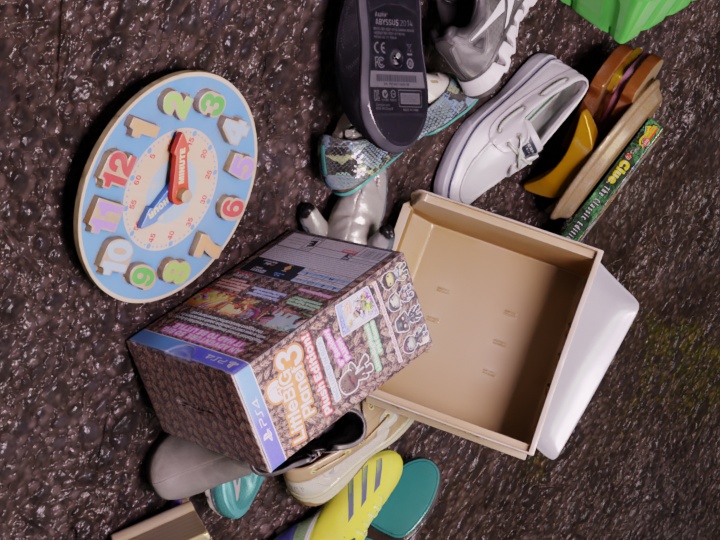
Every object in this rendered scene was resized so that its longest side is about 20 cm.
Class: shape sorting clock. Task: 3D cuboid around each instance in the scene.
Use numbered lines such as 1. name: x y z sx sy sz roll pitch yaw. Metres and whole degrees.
1. shape sorting clock: -0.155 -0.066 1.327 0.199 0.039 0.201 -28 131 -37

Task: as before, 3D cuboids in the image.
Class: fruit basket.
1. fruit basket: 0.292 -0.358 1.609 0.215 0.155 0.216 -39 154 -23

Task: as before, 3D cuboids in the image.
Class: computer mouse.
1. computer mouse: 0.017 -0.202 1.423 0.138 0.052 0.202 2 87 -46

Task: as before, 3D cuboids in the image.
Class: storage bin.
1. storage bin: 0.102 0.051 1.536 0.094 0.197 0.201 69 41 -78

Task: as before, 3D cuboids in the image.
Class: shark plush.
1. shark plush: 0.000 0.000 1.532 0.083 0.090 0.201 -61 152 -58

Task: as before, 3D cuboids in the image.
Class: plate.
1. plate: 0.208 0.085 1.718 0.201 0.032 0.199 -60 144 -5

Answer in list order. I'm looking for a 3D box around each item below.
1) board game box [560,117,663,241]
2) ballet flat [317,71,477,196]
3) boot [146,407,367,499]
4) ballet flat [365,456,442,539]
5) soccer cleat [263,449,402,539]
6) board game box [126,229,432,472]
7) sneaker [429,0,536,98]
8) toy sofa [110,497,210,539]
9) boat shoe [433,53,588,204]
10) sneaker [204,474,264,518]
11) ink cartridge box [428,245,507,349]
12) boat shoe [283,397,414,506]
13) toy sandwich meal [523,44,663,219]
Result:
1. board game box: 0.261 -0.076 1.759 0.201 0.023 0.105 -54 175 7
2. ballet flat: 0.036 -0.146 1.488 0.200 0.074 0.075 -40 138 -32
3. boot: -0.096 0.151 1.409 0.199 0.131 0.068 -23 99 -4
4. ballet flat: 0.019 0.289 1.733 0.201 0.073 0.073 -56 143 -19
5. soccer cleat: -0.016 0.262 1.650 0.200 0.083 0.065 -39 136 -29
6. board game box: -0.068 0.062 1.391 0.200 0.159 0.097 -35 119 -30
7. sneaker: 0.118 -0.264 1.494 0.090 0.066 0.201 38 64 -34
8. toy sofa: -0.160 0.315 1.490 0.082 0.098 0.201 -22 113 -13
9. boat shoe: 0.152 -0.137 1.625 0.200 0.067 0.074 -53 142 -13
10. sneaker: -0.080 0.143 1.508 0.077 0.079 0.201 29 89 -53
11. ink cartridge box: 0.130 0.045 1.694 0.146 0.083 0.200 -55 143 -10
12. boat shoe: -0.002 0.144 1.605 0.200 0.074 0.067 -50 146 -17
13. toy sandwich meal: 0.248 -0.145 1.723 0.206 0.070 0.205 -51 173 -9
